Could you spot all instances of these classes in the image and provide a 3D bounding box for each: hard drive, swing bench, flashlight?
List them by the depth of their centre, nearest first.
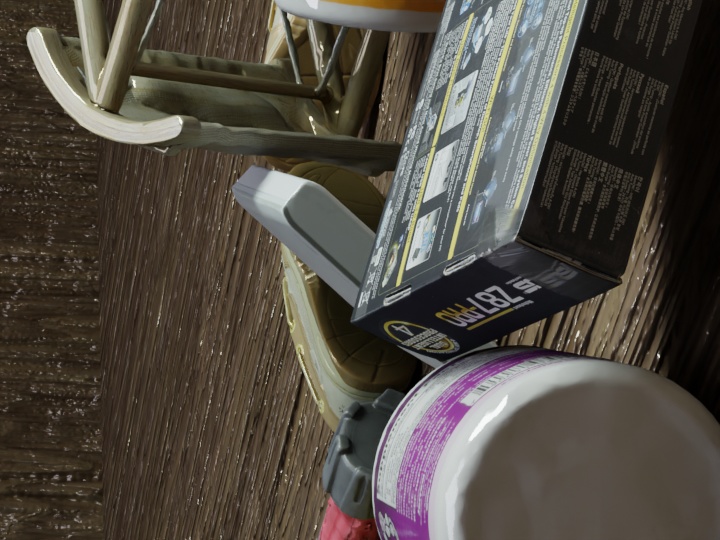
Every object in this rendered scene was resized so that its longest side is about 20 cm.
[{"bbox_3d":[0.000,0.000,1.507,0.026,0.132,0.200,-48,10,-3],"label":"hard drive"},{"bbox_3d":[-0.065,-0.155,1.584,0.130,0.199,0.200,3,89,41],"label":"swing bench"},{"bbox_3d":[-0.009,0.156,1.665,0.068,0.068,0.200,56,151,28],"label":"flashlight"}]

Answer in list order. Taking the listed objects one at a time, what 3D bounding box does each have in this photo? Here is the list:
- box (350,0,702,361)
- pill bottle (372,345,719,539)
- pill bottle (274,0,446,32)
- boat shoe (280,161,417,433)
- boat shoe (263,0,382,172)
[{"bbox_3d":[0.068,-0.077,1.093,0.161,0.049,0.200,-32,38,66],"label":"box"},{"bbox_3d":[0.065,0.085,1.107,0.200,0.112,0.112,-177,90,-81],"label":"pill bottle"},{"bbox_3d":[0.018,-0.224,1.470,0.112,0.112,0.200,-124,38,-74],"label":"pill bottle"},{"bbox_3d":[-0.015,0.016,1.709,0.200,0.074,0.066,-99,20,-49],"label":"boat shoe"},{"bbox_3d":[-0.019,-0.156,1.812,0.069,0.074,0.200,-94,18,-60],"label":"boat shoe"}]
